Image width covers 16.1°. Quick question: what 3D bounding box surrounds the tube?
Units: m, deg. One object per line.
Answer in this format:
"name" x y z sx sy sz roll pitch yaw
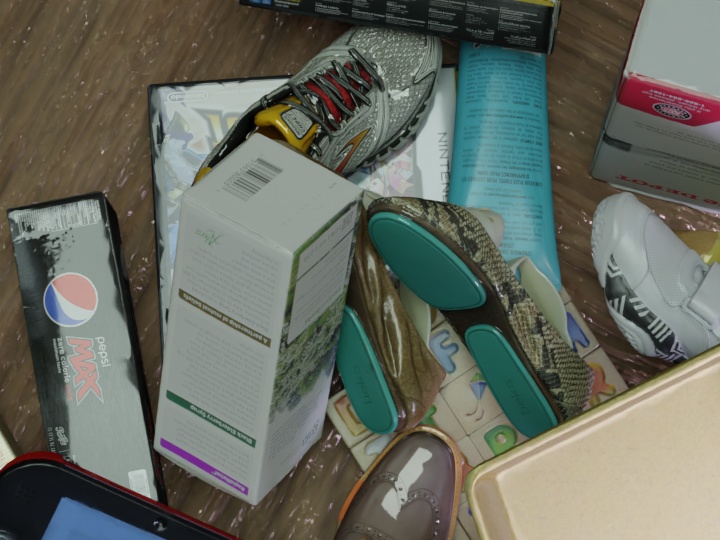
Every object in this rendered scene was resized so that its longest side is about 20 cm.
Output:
"tube" 0.088 -0.086 1.577 0.077 0.050 0.201 2 72 0

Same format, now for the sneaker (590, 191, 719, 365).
"sneaker" 0.218 0.027 1.407 0.115 0.075 0.200 -26 105 31

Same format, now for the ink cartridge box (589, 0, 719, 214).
"ink cartridge box" 0.224 -0.101 1.519 0.144 0.200 0.084 15 77 3

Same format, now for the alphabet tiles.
"alphabet tiles" 0.080 0.092 1.566 0.166 0.006 0.201 -33 89 0

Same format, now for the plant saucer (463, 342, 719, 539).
"plant saucer" 0.159 0.144 1.375 0.199 0.048 0.201 -25 114 -14

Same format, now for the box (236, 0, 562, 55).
"box" 0.035 -0.218 1.576 0.199 0.050 0.160 10 47 5

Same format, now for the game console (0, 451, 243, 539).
"game console" -0.153 0.215 1.505 0.199 0.031 0.178 25 98 -10

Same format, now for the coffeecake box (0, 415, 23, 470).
"coffeecake box" -0.308 0.137 1.545 0.199 0.073 0.154 -31 82 -4

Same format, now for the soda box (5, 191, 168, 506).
"soda box" -0.166 0.058 1.558 0.063 0.071 0.201 -10 80 0

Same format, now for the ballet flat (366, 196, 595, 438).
"ballet flat" 0.076 0.012 1.513 0.200 0.068 0.075 52 54 -25

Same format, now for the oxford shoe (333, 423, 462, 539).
"oxford shoe" 0.008 0.187 1.525 0.071 0.073 0.201 23 87 3

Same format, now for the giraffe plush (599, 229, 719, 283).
"giraffe plush" 0.247 0.060 1.532 0.199 0.172 0.163 2 90 -34

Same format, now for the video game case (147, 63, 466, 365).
"video game case" -0.030 -0.034 1.596 0.199 0.026 0.182 -4 80 0

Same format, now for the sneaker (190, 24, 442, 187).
"sneaker" -0.025 -0.086 1.551 0.078 0.082 0.200 44 83 8

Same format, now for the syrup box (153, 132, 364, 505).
"syrup box" -0.062 0.031 1.479 0.081 0.201 0.079 28 43 19

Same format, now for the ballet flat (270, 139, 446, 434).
"ballet flat" 0.000 0.000 1.520 0.072 0.068 0.201 -37 108 -35
